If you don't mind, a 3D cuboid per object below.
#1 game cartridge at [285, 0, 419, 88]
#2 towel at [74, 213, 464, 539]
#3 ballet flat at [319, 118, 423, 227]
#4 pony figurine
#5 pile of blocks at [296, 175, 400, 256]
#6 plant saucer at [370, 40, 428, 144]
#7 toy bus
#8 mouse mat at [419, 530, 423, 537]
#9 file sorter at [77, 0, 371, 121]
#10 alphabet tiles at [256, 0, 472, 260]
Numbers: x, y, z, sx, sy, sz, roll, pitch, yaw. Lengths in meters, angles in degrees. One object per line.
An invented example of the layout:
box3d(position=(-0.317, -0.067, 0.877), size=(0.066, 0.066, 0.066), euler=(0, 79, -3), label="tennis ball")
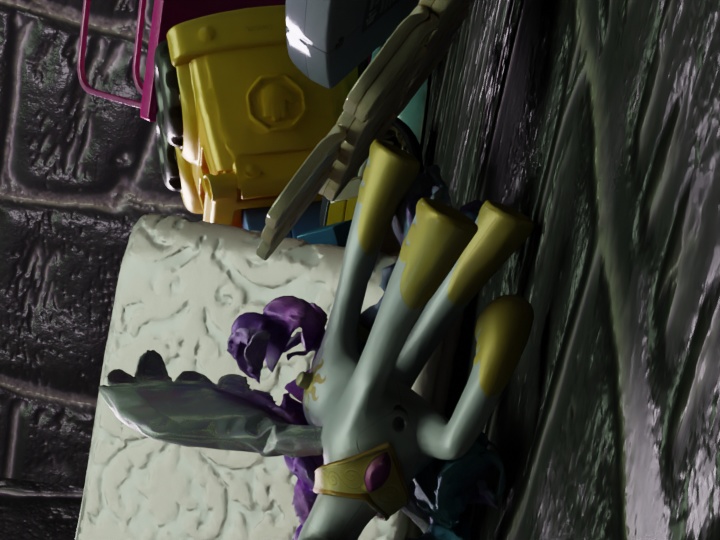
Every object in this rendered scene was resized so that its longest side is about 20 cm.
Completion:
box3d(position=(0.011, -0.202, 1.231), size=(0.133, 0.040, 0.200), euler=(-49, -18, -37), label="game cartridge")
box3d(position=(-0.047, 0.078, 1.045), size=(0.032, 0.200, 0.192), euler=(9, -90, -55), label="towel")
box3d(position=(0.000, 0.000, 1.227), size=(0.073, 0.073, 0.201), euler=(113, 166, -73), label="ballet flat")
box3d(position=(-0.005, 0.055, 0.859), size=(0.200, 0.166, 0.193), euler=(-66, 16, 11), label="pony figurine")
box3d(position=(0.004, 0.026, 1.099), size=(0.082, 0.062, 0.200), euler=(41, -136, -47), label="pile of blocks")
box3d(position=(0.017, -0.085, 1.404), size=(0.200, 0.027, 0.201), euler=(-173, 90, -85), label="plant saucer")
box3d(position=(-0.056, -0.051, 1.417), size=(0.200, 0.135, 0.192), euler=(104, 156, -66), label="toy bus")
box3d(position=(0.021, 0.174, 1.058), size=(0.200, 0.008, 0.161), euler=(169, 109, -86), label="mouse mat")
box3d(position=(-0.090, -0.183, 1.581), size=(0.125, 0.200, 0.139), euler=(22, 107, 52), label="file sorter")
box3d(position=(0.019, -0.088, 0.953), size=(0.196, 0.015, 0.200), euler=(-54, -1, -11), label="alphabet tiles")
